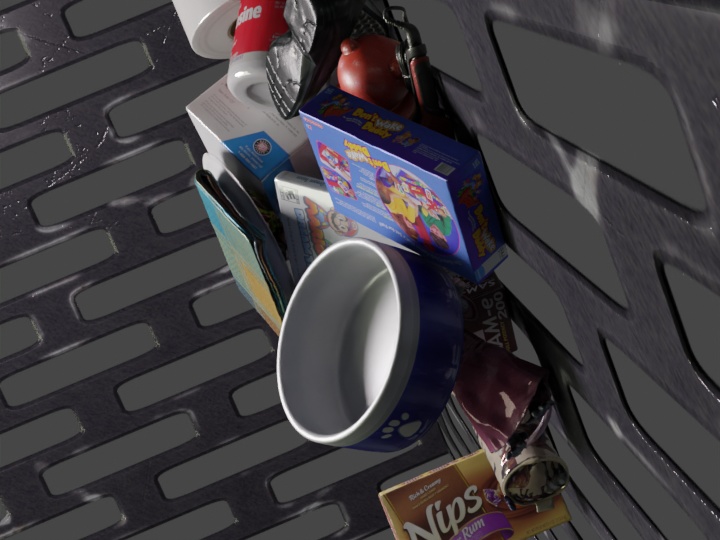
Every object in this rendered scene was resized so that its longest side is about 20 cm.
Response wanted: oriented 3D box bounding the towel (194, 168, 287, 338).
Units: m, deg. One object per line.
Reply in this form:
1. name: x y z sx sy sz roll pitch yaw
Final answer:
1. towel: -0.122 -0.008 1.728 0.147 0.022 0.200 48 164 40

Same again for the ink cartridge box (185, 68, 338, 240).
1. ink cartridge box: -0.068 -0.172 1.811 0.147 0.200 0.145 45 168 28

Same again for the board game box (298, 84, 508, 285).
1. board game box: 0.039 -0.082 1.461 0.200 0.045 0.134 29 151 39

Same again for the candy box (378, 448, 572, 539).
1. candy box: 0.134 0.279 1.838 0.056 0.200 0.117 100 148 -84

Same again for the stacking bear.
1. stacking bear: 0.015 -0.158 1.576 0.121 0.114 0.200 31 150 20

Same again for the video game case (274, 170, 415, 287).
1. video game case: 0.000 0.000 1.638 0.182 0.024 0.200 16 132 32

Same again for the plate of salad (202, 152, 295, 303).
1. plate of salad: -0.119 -0.051 1.766 0.200 0.048 0.200 54 165 22

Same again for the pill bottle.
1. pill bottle: -0.078 -0.282 1.709 0.112 0.112 0.200 74 -157 -70

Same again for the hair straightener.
1. hair straightener: 0.053 -0.164 1.469 0.077 0.041 0.200 -117 5 -58

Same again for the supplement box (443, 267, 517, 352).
1. supplement box: 0.099 -0.004 1.665 0.109 0.061 0.200 72 176 -46

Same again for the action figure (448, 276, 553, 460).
1. action figure: 0.107 0.084 1.546 0.200 0.134 0.149 42 -165 18

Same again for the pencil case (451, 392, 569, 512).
1. pencil case: 0.162 0.175 1.730 0.200 0.078 0.089 -116 19 -49

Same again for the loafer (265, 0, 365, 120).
1. loafer: -0.043 -0.220 1.560 0.073 0.072 0.200 62 153 16

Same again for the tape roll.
1. tape roll: -0.136 -0.365 1.881 0.203 0.203 0.139 78 168 -77

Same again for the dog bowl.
1. dog bowl: 0.007 0.073 1.492 0.079 0.200 0.200 15 -146 -34

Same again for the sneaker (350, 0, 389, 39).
1. sneaker: -0.031 -0.315 1.620 0.202 0.077 0.146 54 -160 -64
